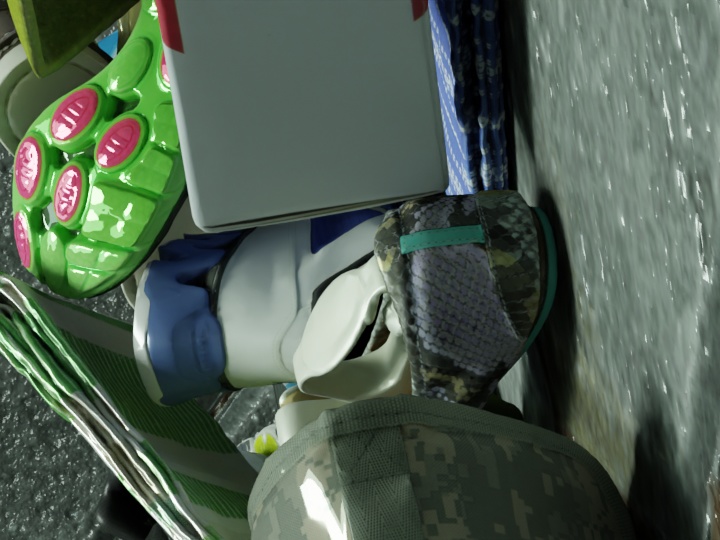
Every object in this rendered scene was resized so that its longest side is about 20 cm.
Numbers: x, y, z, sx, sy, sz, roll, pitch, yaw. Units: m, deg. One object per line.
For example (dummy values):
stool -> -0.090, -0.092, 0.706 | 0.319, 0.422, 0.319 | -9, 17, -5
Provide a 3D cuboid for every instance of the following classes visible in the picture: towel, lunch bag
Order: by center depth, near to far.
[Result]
lunch bag -> 0.032, 0.141, 0.726 | 0.200, 0.117, 0.164 | 79, 180, -64
towel -> 0.024, -0.099, 0.896 | 0.145, 0.024, 0.200 | -104, 6, -50
towel -> -0.062, 0.080, 1.059 | 0.200, 0.023, 0.153 | 44, -174, 25

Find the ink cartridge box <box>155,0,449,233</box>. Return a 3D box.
ink cartridge box -> -0.030, -0.131, 0.861 | 0.200, 0.083, 0.146 | -100, 1, -54

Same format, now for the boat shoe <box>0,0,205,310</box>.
boat shoe -> -0.098, -0.040, 1.131 | 0.200, 0.072, 0.060 | 48, -176, -43

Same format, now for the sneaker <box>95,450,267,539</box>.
sneaker -> -0.054, 0.143, 1.160 | 0.200, 0.088, 0.076 | 39, 116, 54

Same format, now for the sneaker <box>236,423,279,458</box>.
sneaker -> 0.002, 0.085, 1.237 | 0.200, 0.080, 0.078 | -19, 90, 67

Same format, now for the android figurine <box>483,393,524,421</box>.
android figurine -> 0.048, 0.135, 0.996 | 0.200, 0.041, 0.182 | 91, 168, -58

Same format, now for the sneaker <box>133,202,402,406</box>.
sneaker -> 0.000, 0.000, 1.084 | 0.199, 0.115, 0.081 | -51, -40, -56

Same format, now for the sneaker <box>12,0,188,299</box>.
sneaker -> -0.065, -0.069, 1.039 | 0.077, 0.200, 0.084 | 43, -163, 26

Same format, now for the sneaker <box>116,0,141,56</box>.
sneaker -> -0.111, -0.152, 1.139 | 0.077, 0.088, 0.200 | 65, -166, -48

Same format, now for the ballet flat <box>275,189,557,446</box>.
ballet flat -> 0.008, 0.039, 0.869 | 0.200, 0.072, 0.072 | 108, 154, -54

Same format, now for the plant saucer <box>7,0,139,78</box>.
plant saucer -> -0.084, -0.206, 1.003 | 0.048, 0.200, 0.200 | 31, 149, 25

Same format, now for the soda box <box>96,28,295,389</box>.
soda box -> -0.052, -0.029, 1.228 | 0.200, 0.068, 0.064 | 53, -169, -35
